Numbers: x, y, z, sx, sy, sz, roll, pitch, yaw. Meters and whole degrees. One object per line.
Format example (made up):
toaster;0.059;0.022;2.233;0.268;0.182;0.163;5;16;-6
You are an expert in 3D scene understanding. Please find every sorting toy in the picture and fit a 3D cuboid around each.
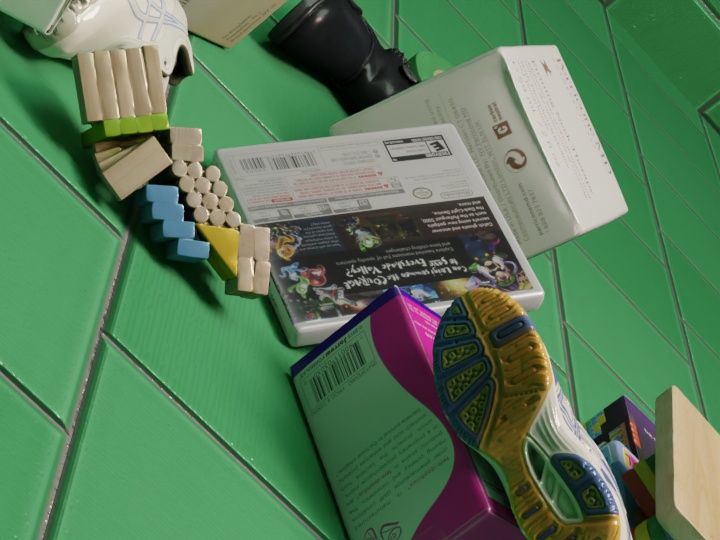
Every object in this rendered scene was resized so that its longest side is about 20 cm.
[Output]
sorting toy;0.268;0.214;1.612;0.199;0.070;0.200;48;20;-12

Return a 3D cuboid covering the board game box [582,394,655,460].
board game box;0.280;0.225;1.883;0.200;0.057;0.165;44;20;-21

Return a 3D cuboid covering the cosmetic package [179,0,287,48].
cosmetic package;-0.137;-0.257;1.740;0.200;0.104;0.073;15;40;-60

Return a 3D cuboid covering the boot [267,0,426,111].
boot;0.010;-0.175;1.974;0.168;0.076;0.200;49;11;6

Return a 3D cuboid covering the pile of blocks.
pile of blocks;-0.136;-0.058;1.450;0.200;0.082;0.062;58;-26;-7

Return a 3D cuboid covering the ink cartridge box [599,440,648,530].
ink cartridge box;0.219;0.241;1.675;0.136;0.076;0.200;45;20;-18

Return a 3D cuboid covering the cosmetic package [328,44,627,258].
cosmetic package;0.103;-0.083;1.828;0.168;0.166;0.200;66;19;1

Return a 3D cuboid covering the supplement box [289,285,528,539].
supplement box;0.044;0.126;1.429;0.103;0.101;0.200;34;25;-42

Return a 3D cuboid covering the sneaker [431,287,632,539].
sneaker;0.107;0.107;1.367;0.200;0.075;0.088;67;11;23

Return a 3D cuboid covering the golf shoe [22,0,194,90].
golf shoe;-0.166;-0.163;1.542;0.097;0.078;0.200;63;23;-3

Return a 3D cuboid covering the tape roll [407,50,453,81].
tape roll;0.105;-0.127;2.162;0.200;0.048;0.200;45;19;-19

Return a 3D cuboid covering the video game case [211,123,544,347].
video game case;0.011;-0.030;1.597;0.200;0.023;0.182;-8;50;-23

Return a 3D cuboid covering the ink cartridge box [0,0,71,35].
ink cartridge box;-0.244;-0.260;1.463;0.145;0.084;0.200;28;25;-14
